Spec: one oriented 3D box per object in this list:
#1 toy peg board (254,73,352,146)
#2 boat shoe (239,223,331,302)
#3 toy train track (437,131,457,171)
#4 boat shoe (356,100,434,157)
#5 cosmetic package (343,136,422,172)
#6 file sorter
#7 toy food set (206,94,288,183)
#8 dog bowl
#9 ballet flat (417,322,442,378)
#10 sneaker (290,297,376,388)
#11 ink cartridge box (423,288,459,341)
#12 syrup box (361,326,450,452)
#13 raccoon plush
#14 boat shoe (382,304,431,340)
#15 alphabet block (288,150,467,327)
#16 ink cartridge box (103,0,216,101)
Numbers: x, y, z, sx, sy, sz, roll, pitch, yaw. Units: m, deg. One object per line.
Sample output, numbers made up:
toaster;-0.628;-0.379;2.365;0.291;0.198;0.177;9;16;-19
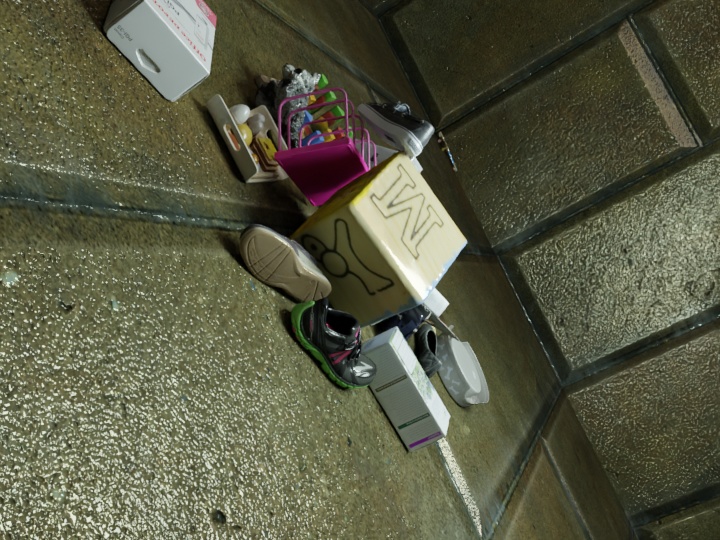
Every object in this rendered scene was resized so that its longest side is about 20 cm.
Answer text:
toy peg board;-0.107;-0.342;1.543;0.202;0.097;0.199;62;18;1
boat shoe;-0.119;-0.016;1.093;0.200;0.072;0.065;37;17;-46
toy train track;0.409;-0.564;3.398;0.115;0.032;0.202;-72;137;-75
boat shoe;0.062;-0.261;1.236;0.070;0.066;0.200;47;-1;-36
cosmetic package;0.026;-0.219;1.496;0.199;0.083;0.051;24;-17;38
file sorter;-0.057;-0.226;1.310;0.200;0.137;0.127;50;35;-65
toy food set;-0.179;-0.232;1.244;0.145;0.060;0.200;62;18;0
dog bowl;0.237;0.235;1.712;0.201;0.058;0.201;52;21;-29
ballet flat;0.159;0.175;1.587;0.067;0.056;0.200;56;19;-19
sneaker;-0.027;0.117;1.117;0.200;0.083;0.077;48;23;-37
ink cartridge box;0.119;0.055;1.499;0.173;0.044;0.200;44;-8;-30
syrup box;0.076;0.211;1.269;0.201;0.081;0.079;60;20;-8
raccoon plush;-0.131;-0.307;1.415;0.134;0.096;0.202;-28;118;-52
boat shoe;0.076;0.102;1.466;0.075;0.093;0.200;41;-8;-3
alphabet block;0.027;-0.049;1.223;0.201;0.194;0.197;53;45;-12
ink cartridge box;-0.299;-0.378;1.091;0.147;0.082;0.201;47;23;-38
